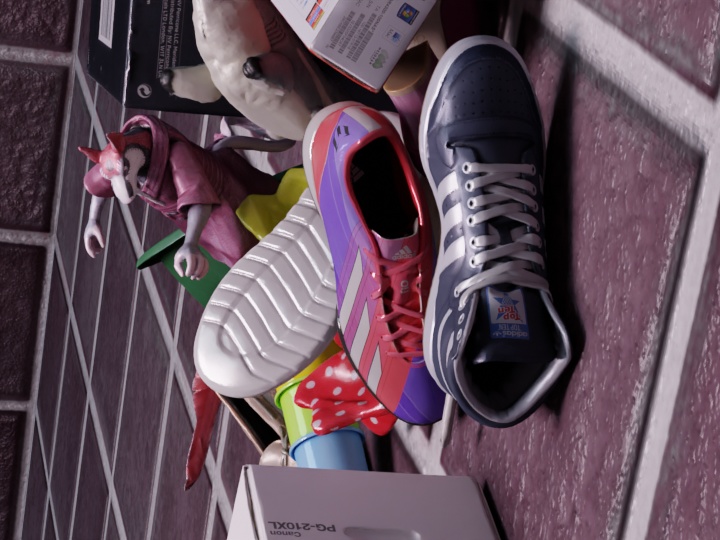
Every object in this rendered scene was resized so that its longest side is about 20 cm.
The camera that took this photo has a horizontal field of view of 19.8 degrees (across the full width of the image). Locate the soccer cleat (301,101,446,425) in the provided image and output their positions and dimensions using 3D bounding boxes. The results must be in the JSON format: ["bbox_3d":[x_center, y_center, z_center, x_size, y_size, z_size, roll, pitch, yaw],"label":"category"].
[{"bbox_3d":[0.018,0.002,1.193,0.073,0.068,0.202,-153,46,-69],"label":"soccer cleat"}]

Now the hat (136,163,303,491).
[{"bbox_3d":[-0.068,0.035,1.596,0.200,0.165,0.177,-30,86,51],"label":"hat"}]

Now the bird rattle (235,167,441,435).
[{"bbox_3d":[0.000,0.000,1.310,0.163,0.112,0.201,-54,34,33],"label":"bird rattle"}]

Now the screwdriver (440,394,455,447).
[{"bbox_3d":[0.061,0.007,1.165,0.029,0.028,0.202,-24,-54,-69],"label":"screwdriver"}]

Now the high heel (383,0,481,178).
[{"bbox_3d":[0.055,-0.128,1.248,0.096,0.067,0.201,57,-161,-32],"label":"high heel"}]

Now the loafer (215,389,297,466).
[{"bbox_3d":[-0.054,0.130,1.469,0.200,0.062,0.072,-121,32,-47],"label":"loafer"}]

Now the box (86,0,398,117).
[{"bbox_3d":[-0.083,-0.177,1.467,0.200,0.196,0.125,-139,53,-71],"label":"box"}]

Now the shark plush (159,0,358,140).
[{"bbox_3d":[-0.032,-0.130,1.327,0.091,0.199,0.084,-11,60,53],"label":"shark plush"}]

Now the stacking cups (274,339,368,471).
[{"bbox_3d":[-0.022,0.135,1.377,0.061,0.060,0.202,120,144,-58],"label":"stacking cups"}]

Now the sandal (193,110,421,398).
[{"bbox_3d":[-0.021,-0.002,1.261,0.082,0.050,0.203,40,93,28],"label":"sandal"}]

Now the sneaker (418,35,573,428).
[{"bbox_3d":[0.072,-0.016,1.079,0.109,0.069,0.202,-119,29,-72],"label":"sneaker"}]

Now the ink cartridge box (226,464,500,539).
[{"bbox_3d":[-0.011,0.215,1.184,0.085,0.143,0.201,-107,26,-54],"label":"ink cartridge box"}]

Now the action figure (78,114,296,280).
[{"bbox_3d":[-0.112,-0.062,1.397,0.133,0.200,0.150,18,80,33],"label":"action figure"}]

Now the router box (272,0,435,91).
[{"bbox_3d":[0.026,-0.220,1.184,0.201,0.049,0.180,-57,20,11],"label":"router box"}]
